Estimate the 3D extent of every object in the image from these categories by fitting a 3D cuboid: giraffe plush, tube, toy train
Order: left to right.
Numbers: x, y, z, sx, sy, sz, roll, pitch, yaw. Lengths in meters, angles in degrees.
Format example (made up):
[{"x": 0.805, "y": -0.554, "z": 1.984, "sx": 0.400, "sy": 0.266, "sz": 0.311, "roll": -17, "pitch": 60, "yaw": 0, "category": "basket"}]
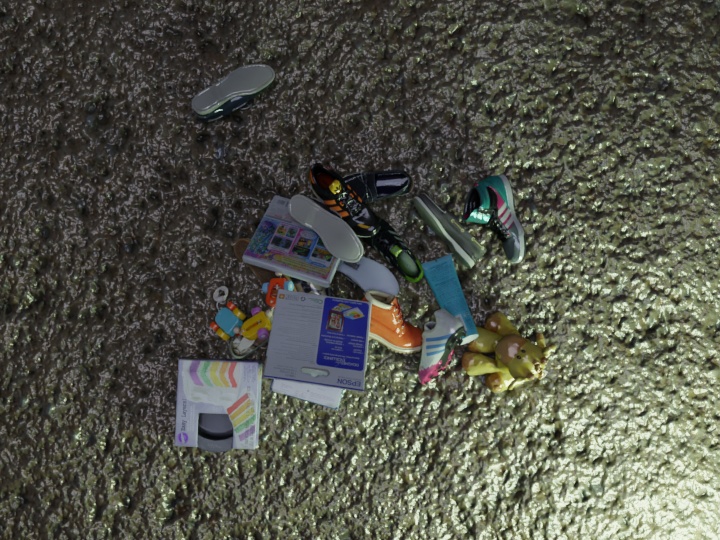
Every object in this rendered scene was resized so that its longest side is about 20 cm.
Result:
[{"x": -0.229, "y": 0.084, "z": 1.446, "sx": 0.198, "sy": 0.056, "sz": 0.152, "roll": -8, "pitch": 60, "yaw": 26, "category": "toy train"}, {"x": 0.200, "y": 0.062, "z": 1.488, "sx": 0.076, "sy": 0.051, "sz": 0.202, "roll": -18, "pitch": 69, "yaw": -5, "category": "tube"}, {"x": 0.330, "y": 0.188, "z": 1.441, "sx": 0.198, "sy": 0.162, "sz": 0.175, "roll": 18, "pitch": 88, "yaw": 1, "category": "giraffe plush"}]

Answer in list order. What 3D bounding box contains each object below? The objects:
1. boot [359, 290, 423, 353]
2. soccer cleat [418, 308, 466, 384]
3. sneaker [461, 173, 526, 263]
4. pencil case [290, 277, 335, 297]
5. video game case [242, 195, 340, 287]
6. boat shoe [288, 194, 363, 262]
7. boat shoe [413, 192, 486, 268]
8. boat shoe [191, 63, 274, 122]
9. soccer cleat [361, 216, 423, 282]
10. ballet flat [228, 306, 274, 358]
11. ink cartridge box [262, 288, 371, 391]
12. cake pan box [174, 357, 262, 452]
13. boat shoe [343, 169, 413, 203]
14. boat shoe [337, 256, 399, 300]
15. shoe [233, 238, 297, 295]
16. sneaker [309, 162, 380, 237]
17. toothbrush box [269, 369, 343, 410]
[{"x": 0.073, "y": 0.109, "z": 1.451, "sx": 0.198, "sy": 0.075, "sz": 0.108, "roll": 21, "pitch": 115, "yaw": -24, "category": "boot"}, {"x": 0.163, "y": 0.163, "z": 1.459, "sx": 0.069, "sy": 0.201, "sz": 0.086, "roll": -21, "pitch": 57, "yaw": -39, "category": "soccer cleat"}, {"x": 0.285, "y": -0.108, "z": 1.474, "sx": 0.119, "sy": 0.084, "sz": 0.203, "roll": -11, "pitch": 81, "yaw": -22, "category": "sneaker"}, {"x": -0.091, "y": 0.053, "z": 1.487, "sx": 0.077, "sy": 0.089, "sz": 0.202, "roll": -28, "pitch": 88, "yaw": 27, "category": "pencil case"}, {"x": -0.130, "y": -0.067, "z": 1.458, "sx": 0.197, "sy": 0.024, "sz": 0.183, "roll": 16, "pitch": 58, "yaw": 9, "category": "video game case"}, {"x": -0.066, "y": -0.091, "z": 1.425, "sx": 0.199, "sy": 0.060, "sz": 0.074, "roll": 36, "pitch": 109, "yaw": 16, "category": "boat shoe"}, {"x": 0.198, "y": -0.099, "z": 1.497, "sx": 0.060, "sy": 0.072, "sz": 0.202, "roll": -41, "pitch": 96, "yaw": -5, "category": "boat shoe"}, {"x": -0.279, "y": -0.391, "z": 1.503, "sx": 0.199, "sy": 0.062, "sz": 0.075, "roll": -34, "pitch": 73, "yaw": -10, "category": "boat shoe"}, {"x": 0.067, "y": -0.055, "z": 1.487, "sx": 0.068, "sy": 0.081, "sz": 0.200, "roll": -45, "pitch": 89, "yaw": -1, "category": "soccer cleat"}, {"x": -0.208, "y": 0.125, "z": 1.489, "sx": 0.199, "sy": 0.064, "sz": 0.068, "roll": -41, "pitch": 86, "yaw": -1, "category": "ballet flat"}, {"x": -0.082, "y": 0.141, "z": 1.323, "sx": 0.195, "sy": 0.047, "sz": 0.202, "roll": 9, "pitch": 57, "yaw": -4, "category": "ink cartridge box"}, {"x": -0.315, "y": 0.296, "z": 1.492, "sx": 0.181, "sy": 0.052, "sz": 0.203, "roll": 4, "pitch": 88, "yaw": 2, "category": "cake pan box"}, {"x": 0.021, "y": -0.187, "z": 1.501, "sx": 0.197, "sy": 0.062, "sz": 0.076, "roll": -8, "pitch": 89, "yaw": 2, "category": "boat shoe"}, {"x": -0.002, "y": 0.002, "z": 1.492, "sx": 0.197, "sy": 0.068, "sz": 0.074, "roll": 25, "pitch": 91, "yaw": 7, "category": "boat shoe"}, {"x": -0.198, "y": 0.005, "z": 1.486, "sx": 0.070, "sy": 0.053, "sz": 0.201, "roll": -43, "pitch": 81, "yaw": 18, "category": "shoe"}, {"x": -0.040, "y": -0.150, "z": 1.433, "sx": 0.070, "sy": 0.090, "sz": 0.200, "roll": -43, "pitch": 73, "yaw": -7, "category": "sneaker"}, {"x": -0.102, "y": 0.220, "z": 1.420, "sx": 0.145, "sy": 0.200, "sz": 0.086, "roll": 16, "pitch": 86, "yaw": 1, "category": "toothbrush box"}]
